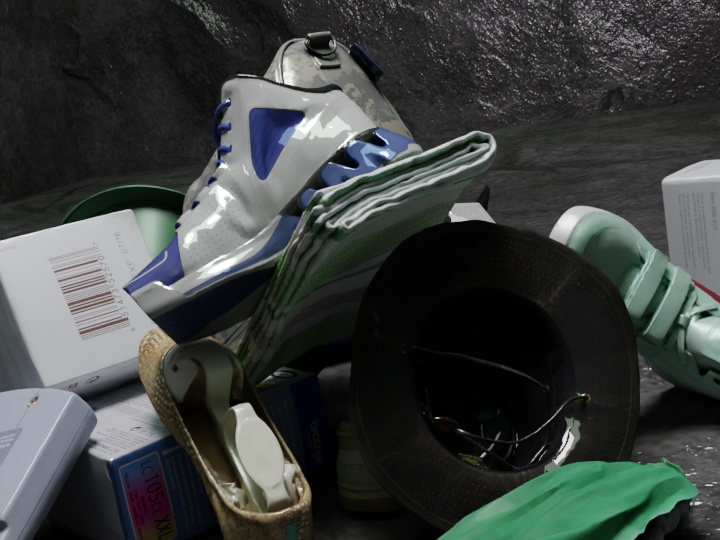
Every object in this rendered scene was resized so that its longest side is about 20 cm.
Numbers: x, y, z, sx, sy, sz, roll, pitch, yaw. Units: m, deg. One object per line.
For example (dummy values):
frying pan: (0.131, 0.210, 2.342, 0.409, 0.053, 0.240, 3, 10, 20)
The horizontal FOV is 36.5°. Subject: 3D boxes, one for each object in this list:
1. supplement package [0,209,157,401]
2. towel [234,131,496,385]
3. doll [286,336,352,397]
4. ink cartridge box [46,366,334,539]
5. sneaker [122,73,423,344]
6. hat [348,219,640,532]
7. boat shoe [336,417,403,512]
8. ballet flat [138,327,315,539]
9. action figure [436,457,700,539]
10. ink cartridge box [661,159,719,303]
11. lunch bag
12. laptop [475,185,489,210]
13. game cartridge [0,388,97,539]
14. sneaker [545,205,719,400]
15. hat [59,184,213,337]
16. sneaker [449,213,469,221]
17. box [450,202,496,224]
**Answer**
supplement package: (-0.232, 0.059, 0.854, 0.116, 0.118, 0.200, -18, -16, -34)
towel: (0.000, 0.000, 0.707, 0.148, 0.031, 0.201, -24, -23, -35)
doll: (-0.050, 0.047, 0.946, 0.200, 0.137, 0.048, -40, -38, 15)
ink cartridge box: (-0.114, 0.119, 0.775, 0.199, 0.077, 0.136, -22, 17, -37)
sneaker: (-0.070, -0.051, 0.686, 0.199, 0.115, 0.081, -36, -19, -10)
hat: (0.079, 0.074, 0.683, 0.198, 0.203, 0.081, -13, -20, -12)
boat shoe: (0.033, 0.100, 0.769, 0.072, 0.064, 0.200, -4, 14, 25)
ballet flat: (-0.079, 0.090, 0.665, 0.070, 0.066, 0.200, -16, 51, -30)
action figure: (0.115, 0.135, 0.567, 0.199, 0.055, 0.117, -12, 9, -42)
ink cartridge box: (0.343, -0.011, 0.826, 0.199, 0.147, 0.083, 1, 15, 42)
lunch bag: (-0.048, -0.056, 0.827, 0.138, 0.169, 0.200, -8, -27, -41)
laptop: (0.047, -0.019, 1.195, 0.103, 0.201, 0.177, 31, 16, -1)
game cartridge: (-0.261, 0.140, 0.704, 0.198, 0.041, 0.134, -15, 39, 32)
sneaker: (0.215, 0.026, 0.724, 0.118, 0.200, 0.074, 18, 75, 56)
hat: (-0.182, 0.042, 0.919, 0.199, 0.165, 0.177, -37, 35, 31)
sneaker: (0.074, 0.026, 0.804, 0.080, 0.077, 0.201, 8, 39, -36)
box: (0.121, 0.022, 0.859, 0.041, 0.039, 0.201, -4, 42, -32)
